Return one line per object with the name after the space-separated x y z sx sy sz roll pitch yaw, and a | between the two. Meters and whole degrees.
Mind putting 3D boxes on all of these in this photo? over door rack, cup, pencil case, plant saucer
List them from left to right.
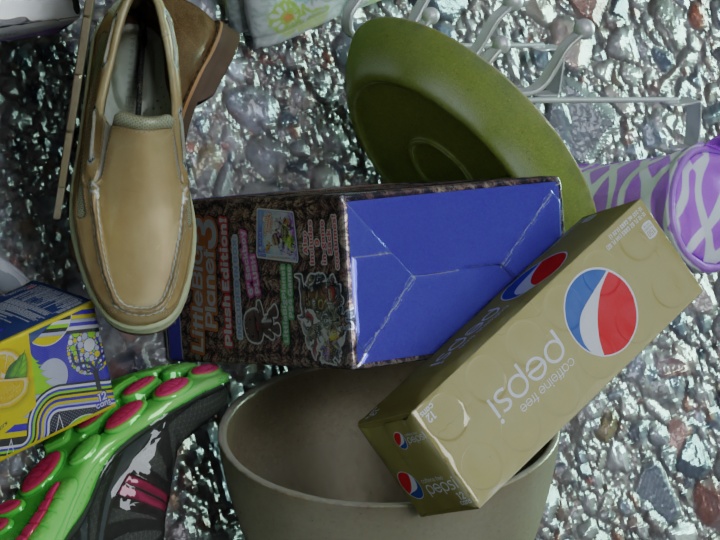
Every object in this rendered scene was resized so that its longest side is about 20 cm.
0.018 0.155 1.622 0.200 0.200 0.144 -20 119 -36 | cup
0.059 -0.068 1.679 0.031 0.200 0.200 -46 106 -21 | plant saucer
0.107 -0.139 1.734 0.200 0.148 0.067 11 101 -42 | over door rack
0.158 -0.036 1.740 0.084 0.200 0.086 27 71 -38 | pencil case

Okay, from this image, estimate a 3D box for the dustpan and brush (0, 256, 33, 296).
-0.242 -0.036 1.537 0.140 0.057 0.200 -43 143 -1 | dustpan and brush

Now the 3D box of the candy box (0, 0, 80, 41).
-0.258 -0.224 1.534 0.167 0.072 0.201 -8 90 -18 | candy box

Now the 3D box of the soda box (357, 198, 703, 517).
0.095 0.048 1.512 0.200 0.064 0.068 -41 102 -28 | soda box

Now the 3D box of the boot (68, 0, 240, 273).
-0.142 -0.085 1.623 0.075 0.074 0.200 36 52 -21 | boot

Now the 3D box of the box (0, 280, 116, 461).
-0.237 0.076 1.513 0.200 0.064 0.070 -25 115 -35 | box

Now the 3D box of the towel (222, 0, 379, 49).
-0.020 -0.254 1.709 0.171 0.048 0.201 -27 121 -36 | towel

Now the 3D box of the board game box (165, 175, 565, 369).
0.000 0.000 1.611 0.159 0.200 0.097 -6 94 -35 | board game box

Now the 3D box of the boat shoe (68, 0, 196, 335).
-0.128 -0.066 1.537 0.071 0.076 0.201 -2 69 -13 | boat shoe

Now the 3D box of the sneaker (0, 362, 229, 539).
-0.144 0.129 1.581 0.200 0.077 0.084 -49 125 -28 | sneaker

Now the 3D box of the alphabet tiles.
-0.155 -0.138 1.547 0.006 0.167 0.201 9 113 -6 | alphabet tiles
